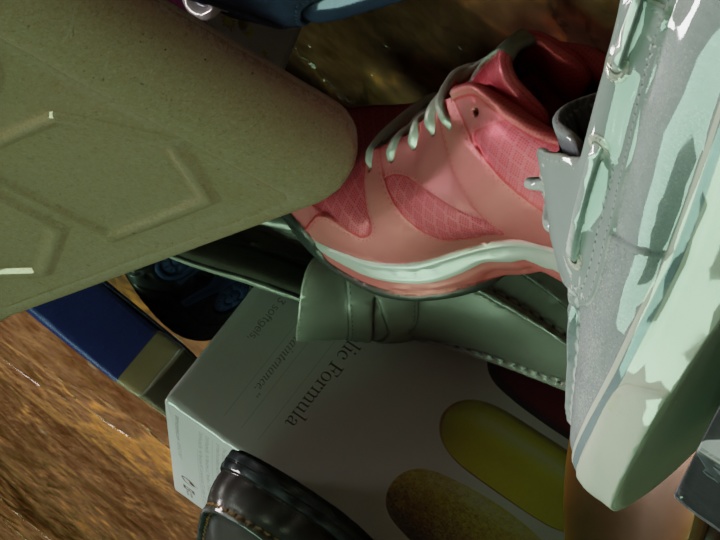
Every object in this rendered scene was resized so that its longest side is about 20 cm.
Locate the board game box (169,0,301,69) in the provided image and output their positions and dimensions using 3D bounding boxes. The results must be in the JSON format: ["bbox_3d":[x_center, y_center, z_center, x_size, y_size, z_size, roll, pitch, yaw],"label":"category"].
[{"bbox_3d":[-0.136,-0.109,0.765,0.147,0.064,0.200,-32,114,33],"label":"board game box"}]

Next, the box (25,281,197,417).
[{"bbox_3d":[-0.148,-0.012,0.982,0.200,0.032,0.121,40,175,10],"label":"box"}]

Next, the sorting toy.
[{"bbox_3d":[-0.130,-0.045,0.708,0.200,0.037,0.185,-23,142,39],"label":"sorting toy"}]

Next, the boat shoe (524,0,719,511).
[{"bbox_3d":[0.083,-0.025,0.603,0.071,0.070,0.201,39,137,25],"label":"boat shoe"}]

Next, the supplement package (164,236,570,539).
[{"bbox_3d":[0.038,0.081,0.900,0.200,0.114,0.110,33,160,11],"label":"supplement package"}]

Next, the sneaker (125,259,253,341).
[{"bbox_3d":[-0.088,-0.051,0.922,0.077,0.076,0.200,46,168,46],"label":"sneaker"}]

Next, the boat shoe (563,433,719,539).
[{"bbox_3d":[0.108,0.104,0.784,0.070,0.201,0.070,0,-168,-31],"label":"boat shoe"}]

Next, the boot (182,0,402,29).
[{"bbox_3d":[-0.068,-0.101,0.674,0.200,0.073,0.090,-5,141,29],"label":"boot"}]

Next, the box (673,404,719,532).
[{"bbox_3d":[0.175,0.025,0.536,0.158,0.050,0.200,34,140,14],"label":"box"}]

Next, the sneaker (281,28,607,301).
[{"bbox_3d":[0.047,-0.040,0.710,0.200,0.074,0.087,10,137,42],"label":"sneaker"}]

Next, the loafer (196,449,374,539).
[{"bbox_3d":[-0.030,0.131,0.850,0.073,0.072,0.200,31,157,24],"label":"loafer"}]

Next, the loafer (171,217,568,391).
[{"bbox_3d":[0.000,0.000,0.835,0.200,0.070,0.070,24,153,14],"label":"loafer"}]
